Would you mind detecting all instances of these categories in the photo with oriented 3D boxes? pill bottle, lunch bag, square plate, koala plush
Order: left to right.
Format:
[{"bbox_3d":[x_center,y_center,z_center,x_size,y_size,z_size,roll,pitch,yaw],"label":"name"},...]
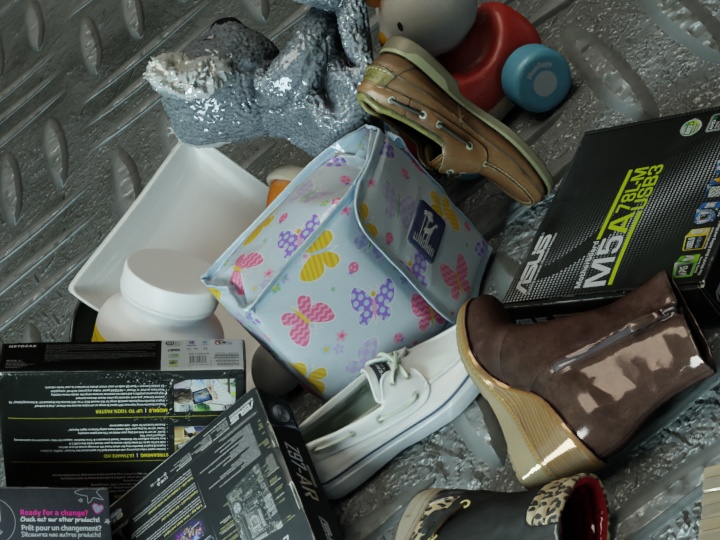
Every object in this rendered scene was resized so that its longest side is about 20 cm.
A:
[{"bbox_3d":[-0.182,0.088,1.486,0.112,0.112,0.200,-117,38,-59],"label":"pill bottle"},{"bbox_3d":[-0.135,0.002,1.591,0.198,0.200,0.028,-56,1,-23],"label":"square plate"},{"bbox_3d":[-0.086,-0.165,1.517,0.200,0.177,0.184,-9,76,-1],"label":"koala plush"},{"bbox_3d":[0.000,0.000,1.427,0.200,0.170,0.127,-47,30,-10],"label":"lunch bag"}]

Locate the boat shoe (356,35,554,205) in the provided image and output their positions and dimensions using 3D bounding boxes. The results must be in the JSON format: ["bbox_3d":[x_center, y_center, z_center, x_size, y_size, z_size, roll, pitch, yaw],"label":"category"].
[{"bbox_3d":[0.077,-0.110,1.460,0.068,0.200,0.072,-56,19,-14],"label":"boat shoe"}]

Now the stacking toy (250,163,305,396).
[{"bbox_3d":[-0.050,0.018,1.538,0.146,0.146,0.200,12,76,55],"label":"stacking toy"}]

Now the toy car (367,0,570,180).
[{"bbox_3d":[0.061,-0.217,1.608,0.177,0.200,0.184,-43,29,-2],"label":"toy car"}]

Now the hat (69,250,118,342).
[{"bbox_3d":[-0.196,0.047,1.651,0.081,0.201,0.201,22,61,17],"label":"hat"}]

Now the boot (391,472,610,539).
[{"bbox_3d":[0.081,0.220,1.150,0.150,0.073,0.200,-17,33,36],"label":"boot"}]

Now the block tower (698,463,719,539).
[{"bbox_3d":[0.230,0.205,1.009,0.054,0.058,0.200,-19,39,34],"label":"block tower"}]

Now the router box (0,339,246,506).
[{"bbox_3d":[-0.194,0.132,1.412,0.200,0.149,0.051,0,29,-5],"label":"router box"}]

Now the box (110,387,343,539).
[{"bbox_3d":[-0.117,0.213,1.341,0.200,0.044,0.160,-41,48,17],"label":"box"}]

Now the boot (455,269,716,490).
[{"bbox_3d":[0.163,0.054,1.257,0.166,0.072,0.200,-39,40,17],"label":"boot"}]

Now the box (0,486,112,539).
[{"bbox_3d":[-0.290,0.255,1.381,0.200,0.132,0.115,-41,51,52],"label":"box"}]

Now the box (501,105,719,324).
[{"bbox_3d":[0.226,-0.040,1.340,0.193,0.048,0.200,-5,46,44],"label":"box"}]

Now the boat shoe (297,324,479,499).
[{"bbox_3d":[0.027,0.100,1.369,0.200,0.067,0.074,-43,30,-2],"label":"boat shoe"}]
